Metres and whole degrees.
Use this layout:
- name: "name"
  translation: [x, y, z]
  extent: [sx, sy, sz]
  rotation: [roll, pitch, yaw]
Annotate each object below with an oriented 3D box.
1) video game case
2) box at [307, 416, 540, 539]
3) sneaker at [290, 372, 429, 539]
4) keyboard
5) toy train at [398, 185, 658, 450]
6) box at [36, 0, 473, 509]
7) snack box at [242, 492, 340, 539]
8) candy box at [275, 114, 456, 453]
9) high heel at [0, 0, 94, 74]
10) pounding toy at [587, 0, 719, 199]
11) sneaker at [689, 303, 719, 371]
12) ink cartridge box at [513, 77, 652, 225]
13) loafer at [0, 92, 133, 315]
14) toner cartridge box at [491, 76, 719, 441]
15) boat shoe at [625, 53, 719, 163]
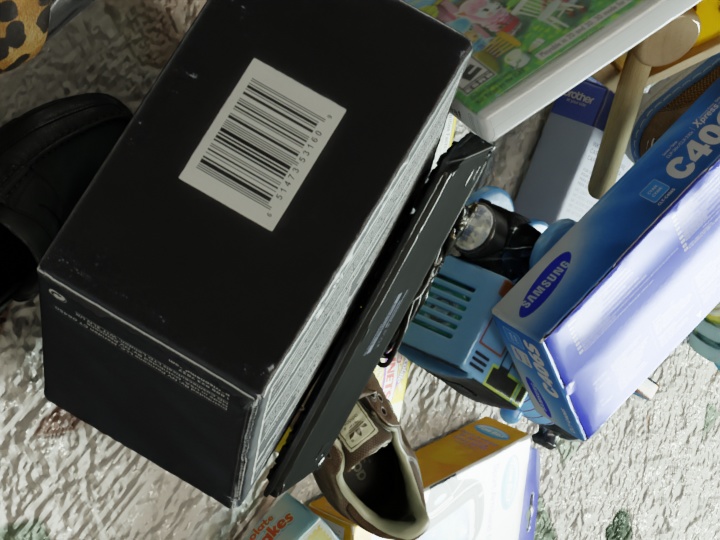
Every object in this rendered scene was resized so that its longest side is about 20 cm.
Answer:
- name: "video game case"
  translation: [0.087, -0.164, 1.423]
  extent: [0.200, 0.182, 0.022]
  rotation: [-34, 136, -15]
- name: "box"
  translation: [0.039, 0.168, 1.710]
  extent: [0.200, 0.041, 0.120]
  rotation: [-23, 126, -49]
- name: "sneaker"
  translation: [-0.013, 0.063, 1.512]
  extent: [0.070, 0.075, 0.200]
  rotation: [-39, 125, -11]
- name: "keyboard"
  translation: [0.012, 0.018, 1.429]
  extent: [0.201, 0.021, 0.127]
  rotation: [-61, 169, 16]
- name: "toy train"
  translation: [0.101, 0.032, 1.630]
  extent: [0.200, 0.086, 0.115]
  rotation: [34, 84, -50]
- name: "box"
  translation: [-0.055, -0.019, 1.334]
  extent: [0.201, 0.123, 0.199]
  rotation: [-59, 174, -19]
- name: "snack box"
  translation: [-0.023, 0.228, 1.606]
  extent: [0.116, 0.037, 0.200]
  rotation: [-47, 131, -10]
- name: "candy box"
  translation: [0.000, 0.000, 1.574]
  extent: [0.102, 0.026, 0.201]
  rotation: [-12, 118, -52]
- name: "high heel"
  translation: [-0.170, -0.180, 1.220]
  extent: [0.142, 0.071, 0.200]
  rotation: [-37, 126, -10]
- name: "pounding toy"
  translation: [0.165, -0.158, 1.573]
  extent: [0.184, 0.199, 0.143]
  rotation: [22, 45, -64]
- name: "sneaker"
  translation: [0.238, 0.015, 1.870]
  extent: [0.200, 0.079, 0.131]
  rotation: [-10, 115, -51]
- name: "ink cartridge box"
  translation: [0.141, -0.039, 1.741]
  extent: [0.119, 0.042, 0.201]
  rotation: [22, 88, -56]
- name: "loafer"
  translation: [-0.165, -0.012, 1.298]
  extent: [0.200, 0.070, 0.068]
  rotation: [-42, 139, -34]
- name: "toner cartridge box"
  translation: [0.164, -0.009, 1.572]
  extent: [0.200, 0.043, 0.095]
  rotation: [-44, 137, -17]
- name: "boat shoe"
  translation: [0.252, -0.116, 1.690]
  extent: [0.200, 0.072, 0.072]
  rotation: [-42, 127, 1]
